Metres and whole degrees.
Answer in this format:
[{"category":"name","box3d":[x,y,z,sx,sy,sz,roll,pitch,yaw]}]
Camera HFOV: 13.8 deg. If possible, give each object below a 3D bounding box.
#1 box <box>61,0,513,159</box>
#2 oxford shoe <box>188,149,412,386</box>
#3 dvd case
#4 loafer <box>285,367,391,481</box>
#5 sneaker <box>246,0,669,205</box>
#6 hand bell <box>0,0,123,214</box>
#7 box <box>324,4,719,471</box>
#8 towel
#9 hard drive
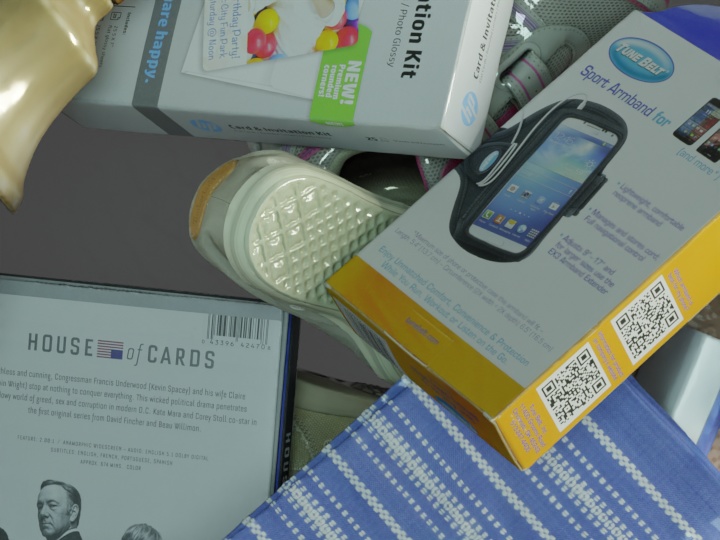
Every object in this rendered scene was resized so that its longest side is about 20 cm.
[{"category":"box","box3d":[-0.028,-0.132,1.268,0.199,0.041,0.156,7,76,28]},{"category":"oxford shoe","box3d":[0.000,0.000,1.252,0.058,0.200,0.075,22,85,43]},{"category":"dvd case","box3d":[-0.105,0.107,1.283,0.150,0.025,0.201,6,92,16]},{"category":"loafer","box3d":[-0.008,0.082,1.306,0.199,0.076,0.069,16,92,14]},{"category":"sneaker","box3d":[0.045,-0.073,1.284,0.199,0.081,0.088,-25,58,11]},{"category":"hand bell","box3d":[-0.101,-0.127,1.245,0.200,0.104,0.104,-40,87,-5]},{"category":"box","box3d":[0.096,-0.023,1.185,0.200,0.042,0.119,-40,44,-11]},{"category":"towel","box3d":[0.042,0.113,1.178,0.200,0.024,0.145,-40,70,-8]},{"category":"hard drive","box3d":[0.107,0.119,1.262,0.025,0.132,0.201,23,92,-2]}]
